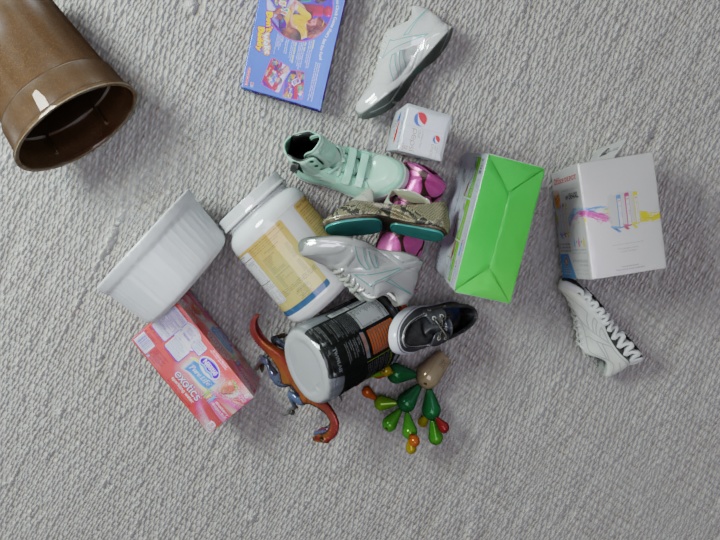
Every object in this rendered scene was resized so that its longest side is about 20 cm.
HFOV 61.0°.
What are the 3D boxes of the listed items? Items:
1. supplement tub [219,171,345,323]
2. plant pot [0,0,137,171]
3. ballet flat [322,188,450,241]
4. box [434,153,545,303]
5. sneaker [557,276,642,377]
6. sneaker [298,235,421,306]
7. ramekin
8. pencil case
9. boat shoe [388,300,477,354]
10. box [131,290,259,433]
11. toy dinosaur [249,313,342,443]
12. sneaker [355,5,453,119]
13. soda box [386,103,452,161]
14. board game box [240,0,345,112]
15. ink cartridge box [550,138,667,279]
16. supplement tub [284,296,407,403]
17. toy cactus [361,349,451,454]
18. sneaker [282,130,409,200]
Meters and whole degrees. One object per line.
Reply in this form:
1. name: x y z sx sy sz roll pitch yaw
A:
1. supplement tub: -0.114 -0.036 0.967 0.144 0.145 0.201 -39 99 4
2. plant pot: -0.468 -0.288 0.893 0.198 0.200 0.200 -37 92 4
3. ballet flat: 0.040 -0.088 0.935 0.193 0.068 0.078 3 70 2
4. box: 0.192 -0.074 0.960 0.094 0.177 0.207 12 99 -4
5. sneaker: 0.400 0.100 1.057 0.081 0.075 0.201 -39 97 16
6. sneaker: 0.000 0.000 0.891 0.195 0.070 0.083 15 84 -22
7. ramekin: -0.298 -0.017 0.940 0.200 0.201 0.098 -45 107 5
8. pencil case: 0.080 -0.070 1.002 0.091 0.091 0.206 17 97 -13
9. boat shoe: 0.124 0.089 0.981 0.065 0.197 0.073 -4 92 41
10. box: -0.267 0.148 1.016 0.102 0.095 0.202 -37 100 4
11. toy dinosaur: -0.107 0.195 1.003 0.105 0.200 0.181 -47 54 -4
12. sneaker: 0.055 -0.328 0.973 0.080 0.070 0.201 43 93 6
13. soda box: 0.083 -0.204 0.921 0.066 0.200 0.066 13 101 -4
14. board game box: -0.102 -0.369 0.962 0.130 0.045 0.206 14 99 -5
15. ink cartridge box: 0.391 -0.097 0.983 0.121 0.129 0.207 -8 91 -2
16. supplement tub: -0.013 0.114 0.972 0.197 0.121 0.126 -22 103 -38
17. toy cactus: 0.092 0.208 1.054 0.200 0.102 0.166 43 86 0
18. sneaker: -0.025 -0.161 0.938 0.194 0.118 0.076 9 83 12
